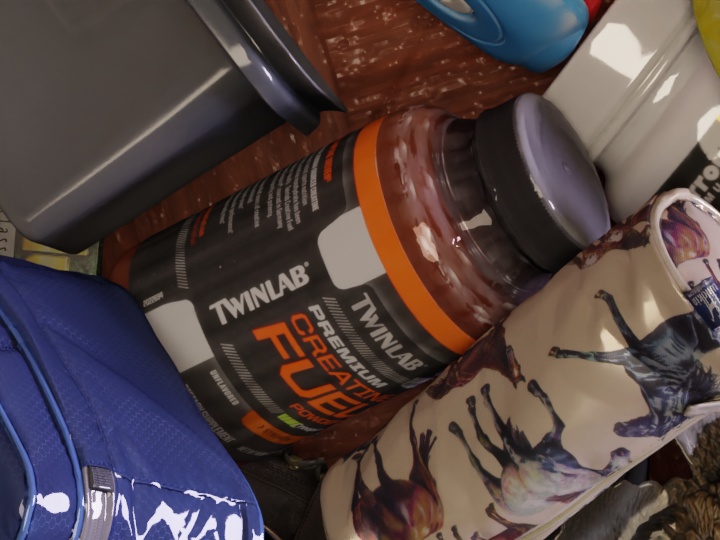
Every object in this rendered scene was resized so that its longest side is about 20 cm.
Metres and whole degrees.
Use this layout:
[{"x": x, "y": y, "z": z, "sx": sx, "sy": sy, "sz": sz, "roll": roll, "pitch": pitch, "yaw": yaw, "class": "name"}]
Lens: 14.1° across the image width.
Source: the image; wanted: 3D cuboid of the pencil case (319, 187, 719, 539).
[{"x": 0.074, "y": 0.060, "z": 1.131, "sx": 0.200, "sy": 0.078, "sz": 0.089, "roll": -41, "pitch": 57, "yaw": 22, "class": "pencil case"}]

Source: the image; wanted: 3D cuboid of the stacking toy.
[{"x": 0.091, "y": -0.192, "z": 1.227, "sx": 0.110, "sy": 0.116, "sz": 0.200, "roll": 36, "pitch": 78, "yaw": -7, "class": "stacking toy"}]

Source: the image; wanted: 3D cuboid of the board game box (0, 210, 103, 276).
[{"x": -0.164, "y": -0.004, "z": 1.267, "sx": 0.105, "sy": 0.023, "sz": 0.200, "roll": 4, "pitch": 92, "yaw": -1, "class": "board game box"}]

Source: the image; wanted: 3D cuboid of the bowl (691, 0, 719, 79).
[{"x": 0.244, "y": -0.116, "z": 1.158, "sx": 0.200, "sy": 0.108, "sz": 0.200, "roll": 15, "pitch": 50, "yaw": -19, "class": "bowl"}]

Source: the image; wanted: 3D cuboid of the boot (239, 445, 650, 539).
[{"x": 0.019, "y": 0.104, "z": 1.236, "sx": 0.174, "sy": 0.069, "sz": 0.200, "roll": 20, "pitch": 62, "yaw": 20, "class": "boot"}]

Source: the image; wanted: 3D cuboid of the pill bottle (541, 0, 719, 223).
[{"x": 0.175, "y": -0.038, "z": 1.212, "sx": 0.200, "sy": 0.114, "sz": 0.114, "roll": 37, "pitch": 92, "yaw": 0, "class": "pill bottle"}]

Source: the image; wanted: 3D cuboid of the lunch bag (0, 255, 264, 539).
[{"x": -0.149, "y": 0.076, "z": 1.123, "sx": 0.136, "sy": 0.132, "sz": 0.200, "roll": -54, "pitch": 48, "yaw": 19, "class": "lunch bag"}]

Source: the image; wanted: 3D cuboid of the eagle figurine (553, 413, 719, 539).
[{"x": 0.146, "y": 0.141, "z": 1.159, "sx": 0.152, "sy": 0.151, "sz": 0.200, "roll": 33, "pitch": 109, "yaw": 12, "class": "eagle figurine"}]

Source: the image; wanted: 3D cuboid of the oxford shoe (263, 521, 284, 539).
[{"x": -0.071, "y": 0.106, "z": 1.182, "sx": 0.200, "sy": 0.073, "sz": 0.071, "roll": 32, "pitch": 65, "yaw": 29, "class": "oxford shoe"}]

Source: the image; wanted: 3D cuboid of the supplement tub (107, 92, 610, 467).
[{"x": 0.000, "y": 0.000, "z": 1.190, "sx": 0.200, "sy": 0.107, "sz": 0.107, "roll": -27, "pitch": 91, "yaw": 25, "class": "supplement tub"}]

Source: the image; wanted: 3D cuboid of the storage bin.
[{"x": -0.122, "y": -0.108, "z": 1.193, "sx": 0.134, "sy": 0.146, "sz": 0.200, "roll": -38, "pitch": 81, "yaw": 4, "class": "storage bin"}]
